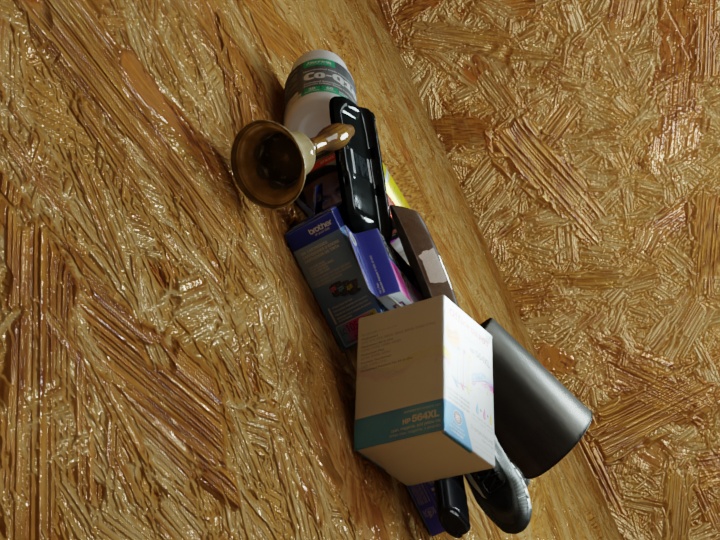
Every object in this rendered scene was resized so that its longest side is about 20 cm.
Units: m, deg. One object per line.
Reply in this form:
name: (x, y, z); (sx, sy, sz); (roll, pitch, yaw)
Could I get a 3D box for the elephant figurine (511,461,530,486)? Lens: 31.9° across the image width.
elephant figurine: (0.207, 0.241, 2.000); (0.142, 0.153, 0.202); (-49, -129, 56)

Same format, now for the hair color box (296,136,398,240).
hair color box: (-0.026, -0.104, 1.764); (0.200, 0.101, 0.062); (50, 20, -48)

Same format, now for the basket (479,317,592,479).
basket: (0.218, 0.179, 1.820); (0.200, 0.136, 0.180); (46, 5, -1)

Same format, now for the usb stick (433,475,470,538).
usb stick: (0.108, 0.250, 1.582); (0.056, 0.032, 0.201); (49, 19, -28)

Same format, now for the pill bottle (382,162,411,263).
pill bottle: (0.017, -0.094, 1.922); (0.201, 0.103, 0.105); (55, 15, -37)

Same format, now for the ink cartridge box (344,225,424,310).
ink cartridge box: (0.040, 0.011, 1.615); (0.200, 0.037, 0.096); (41, 26, -61)

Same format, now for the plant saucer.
plant saucer: (0.091, 0.000, 1.678); (0.200, 0.034, 0.202); (156, -89, -88)

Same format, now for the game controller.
game controller: (-0.001, -0.130, 1.651); (0.104, 0.042, 0.203); (17, 58, -50)

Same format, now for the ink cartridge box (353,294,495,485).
ink cartridge box: (0.078, 0.133, 1.510); (0.128, 0.124, 0.202); (39, 44, -46)

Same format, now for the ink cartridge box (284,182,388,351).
ink cartridge box: (-0.027, -0.011, 1.636); (0.202, 0.076, 0.136); (62, 12, -5)

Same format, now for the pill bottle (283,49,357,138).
pill bottle: (-0.060, -0.250, 1.886); (0.114, 0.112, 0.201); (58, 13, -28)

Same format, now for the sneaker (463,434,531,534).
sneaker: (0.146, 0.231, 1.557); (0.090, 0.066, 0.202); (34, 29, -58)

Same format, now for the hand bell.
hand bell: (-0.061, -0.148, 1.532); (0.200, 0.103, 0.105); (-30, 94, -57)

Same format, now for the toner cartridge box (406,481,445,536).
toner cartridge box: (0.071, 0.233, 1.631); (0.202, 0.043, 0.095); (64, 11, -5)
